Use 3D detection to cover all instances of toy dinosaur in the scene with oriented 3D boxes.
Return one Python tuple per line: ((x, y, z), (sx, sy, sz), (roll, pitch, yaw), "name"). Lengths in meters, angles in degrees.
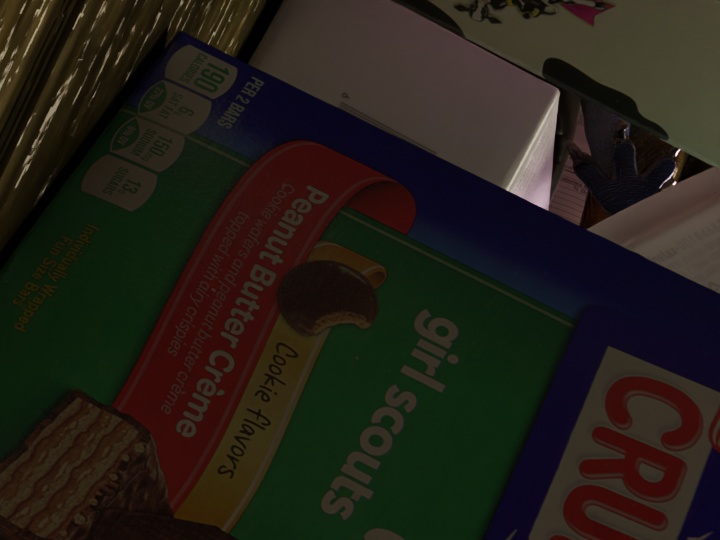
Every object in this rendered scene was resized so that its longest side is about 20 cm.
((0.090, -0.077, 0.956), (0.200, 0.105, 0.182), (-46, -153, 30), "toy dinosaur")

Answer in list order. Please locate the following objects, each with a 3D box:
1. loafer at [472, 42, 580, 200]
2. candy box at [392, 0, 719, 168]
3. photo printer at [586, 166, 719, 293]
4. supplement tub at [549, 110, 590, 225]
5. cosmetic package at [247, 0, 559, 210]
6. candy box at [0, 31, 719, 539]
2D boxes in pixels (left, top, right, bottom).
((0.046, -0.052, 1.022), (0.201, 0.073, 0.071), (-60, 170, -25), "loafer")
((0.075, -0.144, 0.688), (0.061, 0.136, 0.201), (-47, 163, -59), "candy box")
((0.066, 0.064, 0.856), (0.166, 0.069, 0.200), (-26, 154, -43), "photo printer")
((0.057, 0.034, 1.082), (0.201, 0.144, 0.145), (-65, 176, -46), "supplement tub")
((0.000, 0.000, 0.858), (0.108, 0.084, 0.200), (-61, 173, -12), "cosmetic package")
((0.002, 0.062, 0.651), (0.169, 0.199, 0.077), (-58, 171, -36), "candy box")
